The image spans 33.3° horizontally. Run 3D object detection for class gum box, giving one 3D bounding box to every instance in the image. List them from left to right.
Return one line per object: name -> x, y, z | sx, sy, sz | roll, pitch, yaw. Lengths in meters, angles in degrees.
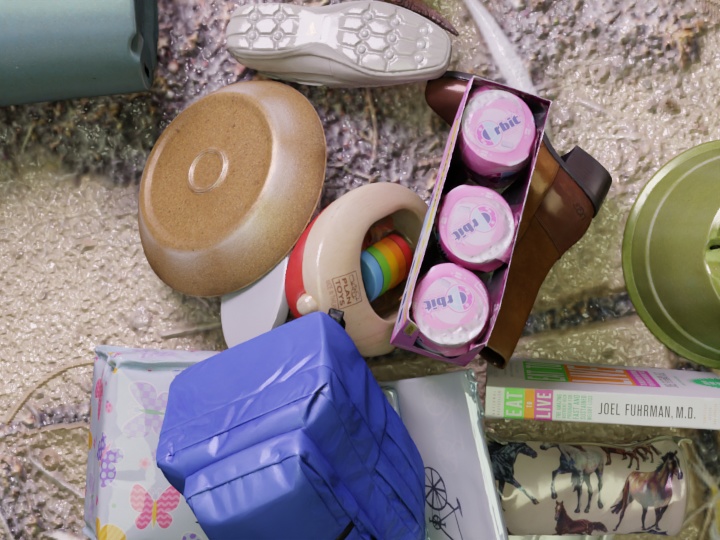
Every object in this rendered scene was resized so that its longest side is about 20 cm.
gum box -> 0.080, -0.028, 0.913 | 0.066, 0.114, 0.202 | 16, 77, 0

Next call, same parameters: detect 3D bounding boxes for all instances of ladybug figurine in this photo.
ladybug figurine -> 0.000, 0.000, 0.994 | 0.071, 0.199, 0.137 | -6, 100, 34

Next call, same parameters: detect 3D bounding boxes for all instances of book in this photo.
book -> 0.201, 0.105, 0.990 | 0.198, 0.134, 0.049 | 3, 92, 6

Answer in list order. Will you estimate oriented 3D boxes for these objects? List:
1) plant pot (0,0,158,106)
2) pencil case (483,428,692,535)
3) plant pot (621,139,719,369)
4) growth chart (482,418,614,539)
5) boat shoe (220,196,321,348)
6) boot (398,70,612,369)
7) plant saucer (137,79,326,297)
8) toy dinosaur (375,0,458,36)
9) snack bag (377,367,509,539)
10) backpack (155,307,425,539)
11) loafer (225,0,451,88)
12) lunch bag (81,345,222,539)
plant pot -> -0.276, -0.225, 1.018 | 0.194, 0.200, 0.202 | -1, 90, -1
pencil case -> 0.175, 0.176, 1.007 | 0.198, 0.078, 0.090 | -1, 100, 5
plant pot -> 0.315, -0.013, 0.950 | 0.198, 0.190, 0.202 | 0, 90, 7
growth chart -> 0.129, 0.217, 1.057 | 0.199, 0.018, 0.146 | 29, 93, 5
boat shoe -> -0.068, -0.015, 1.028 | 0.071, 0.066, 0.202 | -14, 61, 35
boot -> 0.090, -0.047, 1.008 | 0.188, 0.068, 0.201 | 38, 72, -8
plant saucer -> -0.121, -0.078, 1.021 | 0.199, 0.035, 0.202 | -13, 64, 28
toy dinosaur -> 0.021, -0.286, 1.005 | 0.085, 0.136, 0.202 | -18, 89, 6
snack bag -> 0.045, 0.183, 1.001 | 0.199, 0.021, 0.191 | -13, 89, 51
backpack -> -0.045, 0.166, 0.908 | 0.161, 0.169, 0.201 | -20, 126, 19
loafer -> -0.017, -0.191, 1.037 | 0.198, 0.070, 0.071 | 10, 78, 15
lunch bag -> -0.129, 0.155, 1.030 | 0.198, 0.127, 0.172 | 3, 91, -20
